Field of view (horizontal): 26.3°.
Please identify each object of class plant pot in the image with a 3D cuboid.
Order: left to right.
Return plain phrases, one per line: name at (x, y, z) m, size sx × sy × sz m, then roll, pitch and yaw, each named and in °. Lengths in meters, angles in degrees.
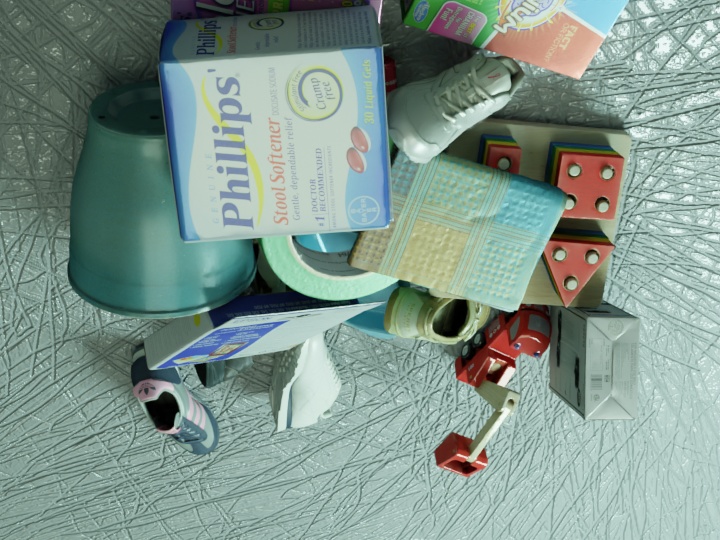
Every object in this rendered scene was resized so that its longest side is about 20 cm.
plant pot at (-0.207, -0.084, 1.575) m, size 0.198 × 0.201 × 0.190 m, roll -1°, pitch 120°, yaw -3°

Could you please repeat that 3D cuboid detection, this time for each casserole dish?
casserole dish at (0.000, 0.000, 1.742) m, size 0.120 × 0.039 × 0.201 m, roll 9°, pitch 144°, yaw 30°

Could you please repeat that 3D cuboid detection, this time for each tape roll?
tape roll at (-0.012, -0.065, 1.571) m, size 0.198 × 0.048 × 0.202 m, roll -10°, pitch 127°, yaw -14°

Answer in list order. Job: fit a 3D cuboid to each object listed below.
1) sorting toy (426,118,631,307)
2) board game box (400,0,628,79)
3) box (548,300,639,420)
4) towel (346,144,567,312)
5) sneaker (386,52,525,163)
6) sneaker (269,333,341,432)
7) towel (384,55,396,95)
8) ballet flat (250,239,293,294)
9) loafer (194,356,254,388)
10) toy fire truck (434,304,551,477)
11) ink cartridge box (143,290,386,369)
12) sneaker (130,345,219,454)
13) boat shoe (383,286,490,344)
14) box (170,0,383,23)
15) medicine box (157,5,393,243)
sorting toy at (0.184, -0.052, 1.647) m, size 0.198 × 0.070 × 0.201 m, roll 4°, pitch 110°, yaw -10°
board game box at (0.158, -0.280, 1.493) m, size 0.198 × 0.041 × 0.154 m, roll 14°, pitch 133°, yaw -17°
box at (0.263, 0.096, 1.752) m, size 0.059 × 0.200 × 0.118 m, roll 0°, pitch 94°, yaw -5°
towel at (0.100, -0.044, 1.572) m, size 0.198 × 0.022 × 0.148 m, roll 15°, pitch 113°, yaw -21°
sneaker at (0.095, -0.171, 1.501) m, size 0.099 × 0.200 × 0.078 m, roll -30°, pitch 96°, yaw 38°
sneaker at (-0.061, 0.119, 1.871) m, size 0.080 × 0.077 × 0.201 m, roll -3°, pitch 143°, yaw -14°
towel at (-0.030, -0.144, 1.633) m, size 0.143 × 0.023 × 0.201 m, roll -4°, pitch 136°, yaw 0°
ballet flat at (-0.099, 0.005, 1.735) m, size 0.067 × 0.063 × 0.201 m, roll -8°, pitch 142°, yaw 6°
loafer at (-0.155, 0.052, 1.801) m, size 0.072 × 0.073 × 0.201 m, roll -14°, pitch 143°, yaw -21°
toy fire truck at (0.160, 0.139, 1.846) m, size 0.048 × 0.142 × 0.200 m, roll 22°, pitch 130°, yaw -24°
ink cartridge box at (-0.107, 0.053, 1.669) m, size 0.196 × 0.047 × 0.200 m, roll -5°, pitch 163°, yaw -37°
sneaker at (-0.232, 0.183, 1.908) m, size 0.070 × 0.083 × 0.201 m, roll -17°, pitch 134°, yaw 13°
boat shoe at (0.101, 0.051, 1.744) m, size 0.063 × 0.074 × 0.200 m, roll 16°, pitch -176°, yaw 31°
box at (-0.078, -0.272, 1.446) m, size 0.198 × 0.097 × 0.177 m, roll 3°, pitch 135°, yaw -5°
medicine box at (-0.076, -0.133, 1.413) m, size 0.198 × 0.103 × 0.184 m, roll -5°, pitch 119°, yaw -1°
